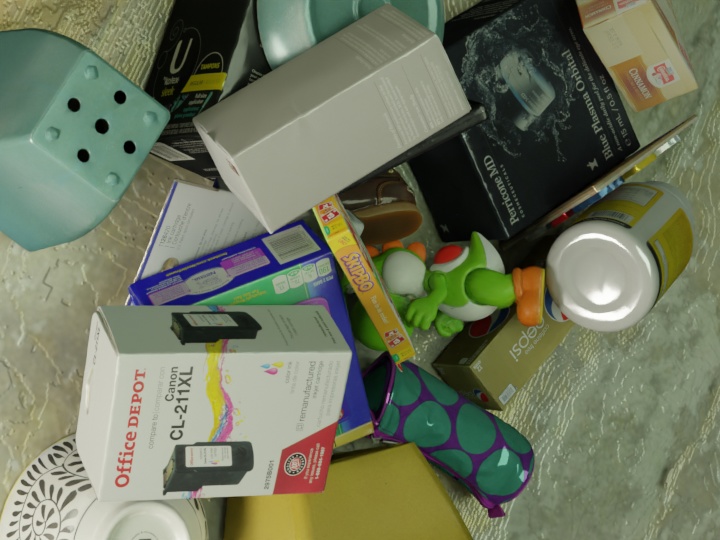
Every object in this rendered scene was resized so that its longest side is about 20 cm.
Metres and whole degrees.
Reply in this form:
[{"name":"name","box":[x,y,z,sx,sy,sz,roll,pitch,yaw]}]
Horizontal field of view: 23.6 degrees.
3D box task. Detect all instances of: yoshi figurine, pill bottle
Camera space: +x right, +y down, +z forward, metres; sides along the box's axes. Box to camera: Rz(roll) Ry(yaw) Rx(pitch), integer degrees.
[{"name":"yoshi figurine","box":[0.075,0.037,1.655,0.200,0.112,0.112,4,128,5]},{"name":"pill bottle","box":[0.264,-0.022,1.698,0.200,0.112,0.112,-37,111,-58]}]

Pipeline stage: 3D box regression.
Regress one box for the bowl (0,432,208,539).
[{"name":"bowl","box":[-0.207,0.240,1.508,0.201,0.094,0.201,0,89,-31]}]

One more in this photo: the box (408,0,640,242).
[{"name":"box","box":[0.144,-0.159,1.717,0.200,0.117,0.197,-34,107,-26]}]

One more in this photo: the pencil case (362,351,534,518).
[{"name":"pencil case","box":[0.078,0.161,1.692,0.200,0.085,0.092,32,59,-28]}]

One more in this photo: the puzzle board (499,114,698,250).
[{"name":"puzzle board","box":[0.239,-0.083,1.729,0.151,0.200,0.017,-34,90,-27]}]

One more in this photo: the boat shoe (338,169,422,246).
[{"name":"boat shoe","box":[-0.042,-0.057,1.633,0.200,0.070,0.070,-6,56,-27]}]

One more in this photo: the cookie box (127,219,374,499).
[{"name":"cookie box","box":[-0.093,0.080,1.523,0.171,0.075,0.200,-21,124,-13]}]

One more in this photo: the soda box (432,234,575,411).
[{"name":"soda box","box":[0.168,0.050,1.758,0.200,0.068,0.064,-47,112,-24]}]

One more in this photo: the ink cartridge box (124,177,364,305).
[{"name":"ink cartridge box","box":[-0.120,0.019,1.553,0.200,0.047,0.198,15,107,-30]}]

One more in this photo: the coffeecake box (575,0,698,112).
[{"name":"coffeecake box","box":[0.261,-0.285,1.729,0.154,0.073,0.200,46,28,-50]}]

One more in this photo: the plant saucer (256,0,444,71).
[{"name":"plant saucer","box":[0.003,-0.224,1.500,0.200,0.036,0.200,-1,92,-36]}]

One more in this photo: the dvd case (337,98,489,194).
[{"name":"dvd case","box":[0.038,-0.112,1.517,0.143,0.200,0.018,-26,97,2]}]

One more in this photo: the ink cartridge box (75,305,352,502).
[{"name":"ink cartridge box","box":[-0.123,0.110,1.430,0.200,0.083,0.146,0,118,-22]}]

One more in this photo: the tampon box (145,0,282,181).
[{"name":"tampon box","box":[-0.095,-0.186,1.545,0.126,0.150,0.200,23,78,-32]}]

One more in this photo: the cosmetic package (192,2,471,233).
[{"name":"cosmetic package","box":[-0.025,-0.128,1.417,0.200,0.107,0.090,-33,123,-5]}]

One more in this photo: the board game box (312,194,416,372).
[{"name":"board game box","box":[0.000,0.000,1.515,0.030,0.096,0.200,-24,137,0]}]

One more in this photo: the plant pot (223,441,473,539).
[{"name":"plant pot","box":[-0.018,0.260,1.579,0.200,0.200,0.176,-12,87,-32]}]

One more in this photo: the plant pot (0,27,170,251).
[{"name":"plant pot","box":[-0.251,-0.112,1.419,0.141,0.200,0.141,38,70,-26]}]
